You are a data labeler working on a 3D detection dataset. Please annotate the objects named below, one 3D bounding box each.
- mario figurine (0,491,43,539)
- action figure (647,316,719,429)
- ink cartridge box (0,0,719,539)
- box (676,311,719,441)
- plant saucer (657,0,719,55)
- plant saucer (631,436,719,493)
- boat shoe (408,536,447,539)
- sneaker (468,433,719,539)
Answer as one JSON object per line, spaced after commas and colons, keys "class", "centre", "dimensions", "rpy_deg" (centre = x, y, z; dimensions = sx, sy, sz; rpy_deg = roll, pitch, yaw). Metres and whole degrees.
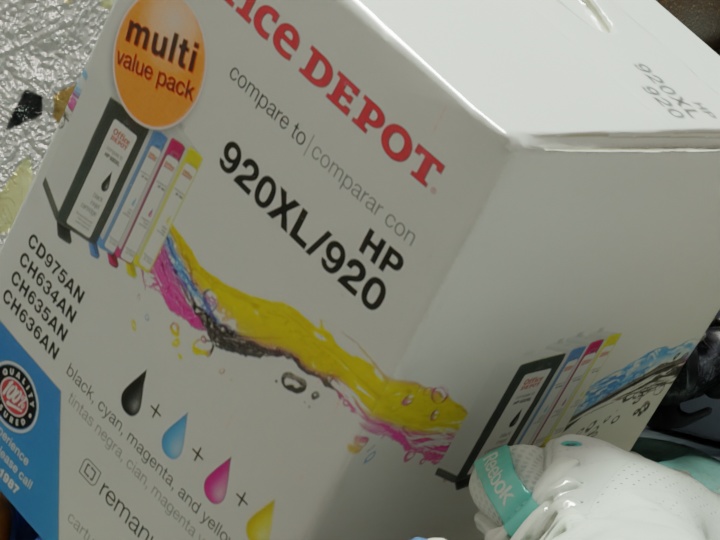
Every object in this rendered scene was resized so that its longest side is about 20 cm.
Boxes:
{"class": "mario figurine", "centre": [-0.083, 0.090, 0.936], "dimensions": [0.123, 0.106, 0.200], "rpy_deg": [43, 18, 2]}
{"class": "action figure", "centre": [0.139, -0.003, 1.023], "dimensions": [0.199, 0.102, 0.119], "rpy_deg": [-21, -10, 11]}
{"class": "ink cartridge box", "centre": [0.000, 0.000, 0.798], "dimensions": [0.144, 0.200, 0.147], "rpy_deg": [-5, 41, -49]}
{"class": "box", "centre": [0.252, -0.019, 1.378], "dimensions": [0.199, 0.197, 0.117], "rpy_deg": [-2, 3, -18]}
{"class": "plant saucer", "centre": [0.104, -0.049, 1.053], "dimensions": [0.037, 0.201, 0.200], "rpy_deg": [46, 26, 22]}
{"class": "plant saucer", "centre": [0.070, 0.086, 1.030], "dimensions": [0.200, 0.039, 0.201], "rpy_deg": [0, 4, 0]}
{"class": "boat shoe", "centre": [-0.013, 0.100, 0.586], "dimensions": [0.072, 0.072, 0.200], "rpy_deg": [-2, 4, 1]}
{"class": "sneaker", "centre": [0.056, 0.077, 0.688], "dimensions": [0.089, 0.075, 0.200], "rpy_deg": [46, 12, 17]}
